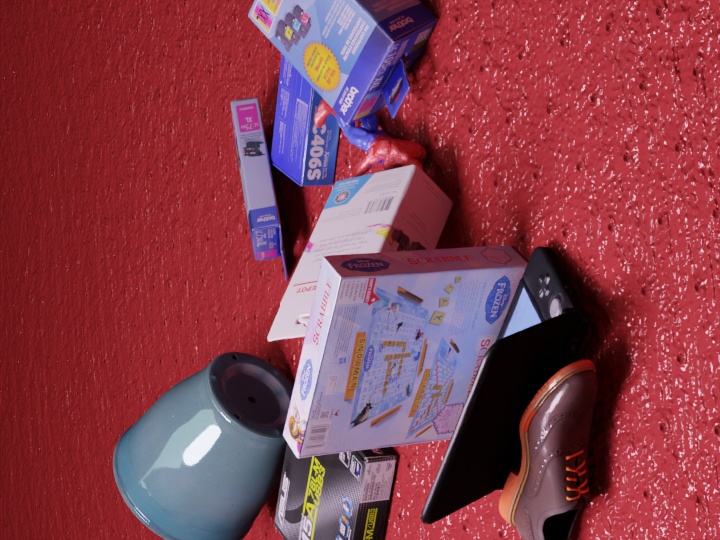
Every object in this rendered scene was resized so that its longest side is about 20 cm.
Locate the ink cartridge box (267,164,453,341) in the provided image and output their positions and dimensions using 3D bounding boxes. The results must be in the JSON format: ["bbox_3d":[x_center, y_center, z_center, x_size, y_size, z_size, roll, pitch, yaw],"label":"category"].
[{"bbox_3d":[0.000,0.000,1.575,0.115,0.068,0.200,-9,47,44],"label":"ink cartridge box"}]

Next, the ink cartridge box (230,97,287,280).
[{"bbox_3d":[-0.123,-0.095,1.948,0.119,0.042,0.200,95,163,-73],"label":"ink cartridge box"}]

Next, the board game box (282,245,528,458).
[{"bbox_3d":[0.041,0.074,1.494,0.041,0.199,0.200,51,135,47],"label":"board game box"}]

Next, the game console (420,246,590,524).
[{"bbox_3d":[0.111,0.097,1.412,0.176,0.116,0.200,-110,33,-52],"label":"game console"}]

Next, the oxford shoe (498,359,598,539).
[{"bbox_3d":[0.178,0.163,1.385,0.073,0.071,0.200,49,144,39],"label":"oxford shoe"}]

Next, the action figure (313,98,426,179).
[{"bbox_3d":[0.011,-0.110,1.693,0.200,0.065,0.099,37,118,59],"label":"action figure"}]

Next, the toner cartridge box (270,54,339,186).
[{"bbox_3d":[-0.057,-0.205,1.844,0.095,0.043,0.200,39,127,55],"label":"toner cartridge box"}]

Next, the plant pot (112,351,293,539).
[{"bbox_3d":[-0.170,0.206,1.962,0.188,0.200,0.200,-51,46,32],"label":"plant pot"}]

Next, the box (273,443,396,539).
[{"bbox_3d":[-0.032,0.252,1.828,0.193,0.047,0.200,42,128,53],"label":"box"}]

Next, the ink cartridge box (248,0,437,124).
[{"bbox_3d":[-0.010,-0.249,1.658,0.200,0.076,0.137,47,140,13],"label":"ink cartridge box"}]
